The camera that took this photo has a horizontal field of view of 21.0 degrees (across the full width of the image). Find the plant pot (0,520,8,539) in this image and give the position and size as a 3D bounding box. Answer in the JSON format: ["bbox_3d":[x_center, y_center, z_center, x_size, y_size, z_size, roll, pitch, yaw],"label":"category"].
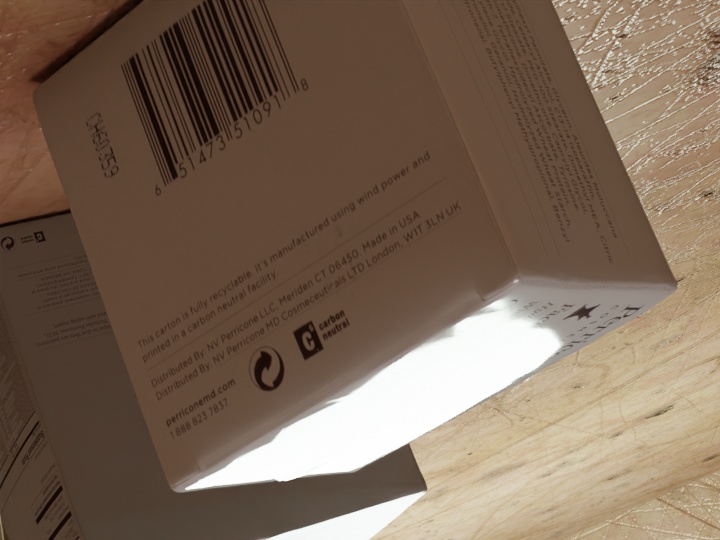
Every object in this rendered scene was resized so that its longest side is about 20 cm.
[{"bbox_3d":[-0.318,0.278,1.481,0.177,0.200,0.200,-12,165,5],"label":"plant pot"}]

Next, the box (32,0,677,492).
[{"bbox_3d":[-0.007,-0.036,0.830,0.199,0.200,0.131,-33,160,32],"label":"box"}]

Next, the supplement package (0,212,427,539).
[{"bbox_3d":[-0.103,0.076,1.067,0.191,0.200,0.147,-14,162,-26],"label":"supplement package"}]
